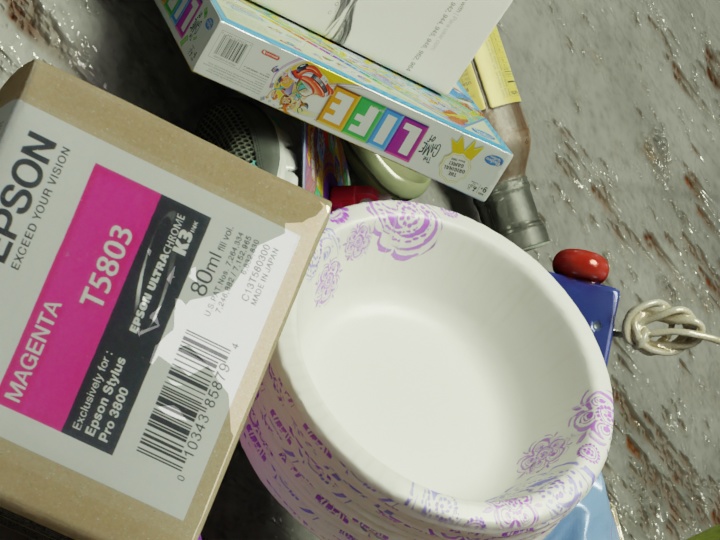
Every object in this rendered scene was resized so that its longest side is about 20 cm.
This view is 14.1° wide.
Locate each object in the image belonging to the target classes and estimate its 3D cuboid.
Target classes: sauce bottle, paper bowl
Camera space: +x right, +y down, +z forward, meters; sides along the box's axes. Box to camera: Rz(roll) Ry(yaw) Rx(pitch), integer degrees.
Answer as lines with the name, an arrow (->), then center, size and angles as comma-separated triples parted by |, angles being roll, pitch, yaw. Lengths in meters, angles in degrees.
sauce bottle -> 0.071, -0.106, 1.877 | 0.065, 0.064, 0.201 | -12, 84, -57
paper bowl -> 0.024, 0.071, 1.524 | 0.199, 0.104, 0.202 | 16, 50, -20

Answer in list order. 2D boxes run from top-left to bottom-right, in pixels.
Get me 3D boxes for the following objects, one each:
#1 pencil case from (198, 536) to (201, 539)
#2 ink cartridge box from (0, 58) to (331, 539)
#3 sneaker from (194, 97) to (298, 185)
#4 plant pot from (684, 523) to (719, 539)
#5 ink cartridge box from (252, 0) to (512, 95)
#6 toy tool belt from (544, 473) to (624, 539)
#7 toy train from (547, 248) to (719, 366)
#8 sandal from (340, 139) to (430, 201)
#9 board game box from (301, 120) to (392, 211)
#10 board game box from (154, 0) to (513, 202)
pencil case -> -0.122, 0.109, 1.450 | 0.088, 0.088, 0.201 | -4, 79, -56
ink cartridge box -> -0.127, 0.027, 1.376 | 0.164, 0.075, 0.201 | 25, 75, -14
sneaker -> -0.092, -0.028, 1.586 | 0.091, 0.077, 0.201 | 36, 41, -31
plant pot -> 0.239, 0.236, 1.826 | 0.200, 0.183, 0.202 | 32, 49, -45
ink cartridge box -> -0.021, -0.202, 1.674 | 0.199, 0.084, 0.146 | 25, 24, -23
toy tool belt -> 0.103, 0.149, 1.696 | 0.124, 0.123, 0.201 | -13, 83, -20
toy train -> 0.118, 0.037, 1.744 | 0.199, 0.116, 0.085 | 13, 79, -9
sandal -> -0.008, -0.135, 1.776 | 0.201, 0.057, 0.080 | 54, 35, -15
board game box -> 0.000, 0.000, 1.665 | 0.158, 0.039, 0.201 | 66, 22, -64
board game box -> -0.020, -0.117, 1.660 | 0.199, 0.034, 0.135 | 23, 19, -27
